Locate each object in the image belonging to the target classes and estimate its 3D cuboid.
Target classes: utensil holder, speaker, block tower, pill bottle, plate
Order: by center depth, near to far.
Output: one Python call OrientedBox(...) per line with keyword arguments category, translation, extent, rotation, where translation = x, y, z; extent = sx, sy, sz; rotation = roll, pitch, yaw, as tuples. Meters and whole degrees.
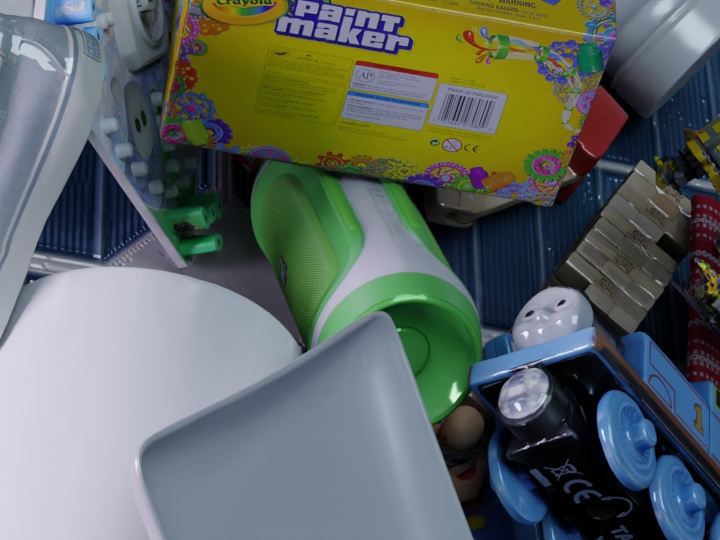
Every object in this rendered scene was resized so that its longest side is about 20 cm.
OrientedBox(category="plate", translation=(-0.015, 0.139, 1.119), extent=(0.200, 0.032, 0.201), rotation=(-28, 100, -54))
OrientedBox(category="utensil holder", translation=(-0.108, 0.123, 1.183), extent=(0.169, 0.170, 0.201), rotation=(17, 54, -14))
OrientedBox(category="speaker", translation=(0.000, 0.000, 1.285), extent=(0.088, 0.089, 0.200), rotation=(11, 23, -18))
OrientedBox(category="block tower", translation=(0.116, 0.030, 1.410), extent=(0.058, 0.054, 0.200), rotation=(39, 54, 2))
OrientedBox(category="pill bottle", translation=(0.120, -0.185, 1.503), extent=(0.200, 0.112, 0.112), rotation=(46, 54, 5))

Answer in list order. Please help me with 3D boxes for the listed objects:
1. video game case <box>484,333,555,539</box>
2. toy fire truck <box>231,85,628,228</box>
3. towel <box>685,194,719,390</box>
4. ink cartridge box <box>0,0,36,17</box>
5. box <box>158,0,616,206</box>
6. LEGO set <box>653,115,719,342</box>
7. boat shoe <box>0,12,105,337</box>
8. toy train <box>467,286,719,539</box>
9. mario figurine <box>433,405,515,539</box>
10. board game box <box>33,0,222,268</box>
OrientedBox(category="video game case", translation=(0.140, 0.119, 1.332), extent=(0.199, 0.018, 0.144), rotation=(18, 55, -46))
OrientedBox(category="toy fire truck", translation=(0.039, -0.073, 1.438), extent=(0.141, 0.049, 0.200), rotation=(47, 54, 8))
OrientedBox(category="towel", translation=(0.219, 0.074, 1.418), extent=(0.144, 0.022, 0.201), rotation=(34, 48, -36))
OrientedBox(category="ink cartridge box", translation=(-0.264, -0.086, 1.237), extent=(0.199, 0.146, 0.085), rotation=(-7, 90, -27))
OrientedBox(category="box", translation=(0.013, -0.155, 1.290), extent=(0.199, 0.122, 0.193), rotation=(9, 49, -8))
OrientedBox(category="LEGO set", translation=(0.205, 0.023, 1.346), extent=(0.200, 0.116, 0.154), rotation=(49, 9, -44))
OrientedBox(category="boat shoe", translation=(-0.184, -0.026, 1.184), extent=(0.071, 0.202, 0.070), rotation=(19, 16, -25))
OrientedBox(category="toy train", translation=(0.126, 0.089, 1.236), extent=(0.200, 0.086, 0.115), rotation=(46, 36, -37))
OrientedBox(category="mario figurine", translation=(0.061, 0.122, 1.291), extent=(0.106, 0.123, 0.200), rotation=(-37, 86, 3))
OrientedBox(category="board game box", translation=(-0.108, -0.136, 1.332), extent=(0.026, 0.200, 0.201), rotation=(-8, 57, 16))
